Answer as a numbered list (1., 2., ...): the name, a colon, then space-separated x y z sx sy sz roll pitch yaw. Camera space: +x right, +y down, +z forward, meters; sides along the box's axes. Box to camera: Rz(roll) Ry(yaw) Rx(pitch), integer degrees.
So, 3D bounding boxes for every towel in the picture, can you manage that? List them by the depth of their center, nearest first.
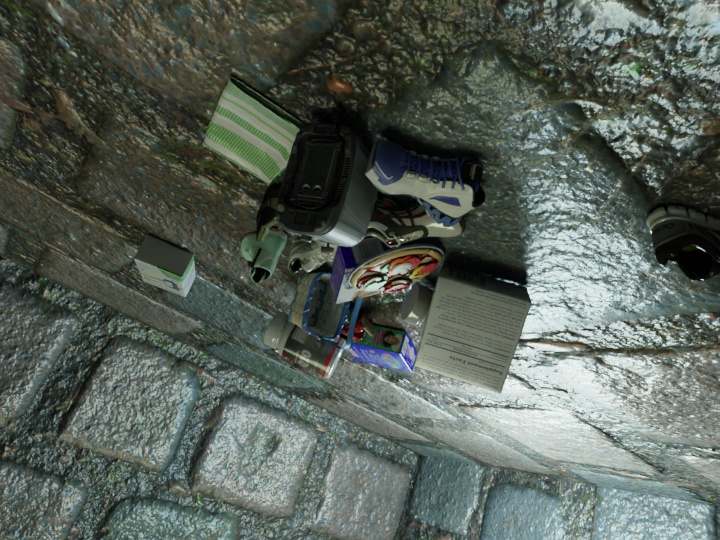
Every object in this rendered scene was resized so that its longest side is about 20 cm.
1. towel: -0.180 -0.224 0.871 0.152 0.024 0.200 30 154 -19

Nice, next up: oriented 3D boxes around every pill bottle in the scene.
1. pill bottle: 0.198 0.110 1.164 0.199 0.115 0.114 25 156 -10
2. pill bottle: -0.150 0.195 1.378 0.199 0.115 0.114 25 157 6

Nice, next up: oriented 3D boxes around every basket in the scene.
1. basket: -0.076 0.086 1.270 0.138 0.178 0.199 21 174 -41

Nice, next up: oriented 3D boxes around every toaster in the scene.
1. toaster: -0.043 -0.130 0.790 0.113 0.202 0.129 9 171 25

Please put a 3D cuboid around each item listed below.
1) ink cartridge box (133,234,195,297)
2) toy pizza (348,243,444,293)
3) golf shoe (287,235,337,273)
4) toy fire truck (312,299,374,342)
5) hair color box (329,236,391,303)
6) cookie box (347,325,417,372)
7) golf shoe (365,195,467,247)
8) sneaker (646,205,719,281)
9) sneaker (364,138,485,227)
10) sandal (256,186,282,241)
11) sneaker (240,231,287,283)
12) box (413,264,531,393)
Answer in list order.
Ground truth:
1. ink cartridge box: -0.583 -0.008 1.555 0.144 0.088 0.200 23 158 -7
2. toy pizza: 0.074 0.006 1.026 0.198 0.032 0.201 -13 159 -5
3. golf shoe: -0.081 -0.037 1.098 0.078 0.098 0.199 38 149 -31
4. toy fire truck: -0.043 0.134 1.416 0.175 0.130 0.200 31 142 -22
5. hair color box: 0.000 0.000 1.095 0.108 0.065 0.200 -13 161 -13
6. cookie box: 0.057 0.232 1.576 0.198 0.076 0.171 8 154 24
7. golf shoe: 0.084 -0.075 0.904 0.198 0.089 0.077 10 153 18
8. sneaker: 0.491 -0.019 0.703 0.198 0.088 0.074 17 156 5
9. sneaker: 0.114 -0.143 0.762 0.198 0.081 0.115 26 152 -29
10. sandal: -0.175 -0.112 1.055 0.057 0.081 0.201 9 166 -18
11. sneaker: -0.252 -0.025 1.226 0.073 0.119 0.200 30 155 -25
12. box: 0.222 0.114 1.038 0.182 0.202 0.105 16 -163 9
